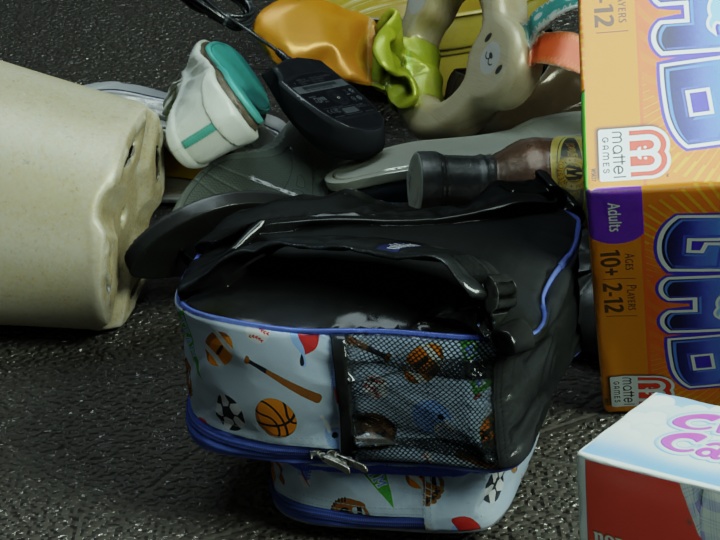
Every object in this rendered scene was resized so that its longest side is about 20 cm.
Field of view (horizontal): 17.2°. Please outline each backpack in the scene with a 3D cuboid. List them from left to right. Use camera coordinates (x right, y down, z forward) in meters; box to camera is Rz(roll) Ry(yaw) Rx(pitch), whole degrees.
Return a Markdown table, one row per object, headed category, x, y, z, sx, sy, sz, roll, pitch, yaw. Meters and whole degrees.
| category | x | y | z | sx | sy | sz | roll | pitch | yaw |
| --- | --- | --- | --- | --- | --- | --- | --- | --- | --- |
| backpack | 0.007 | 0.036 | 1.166 | 0.189 | 0.155 | 0.200 | 9 | 19 | 12 |

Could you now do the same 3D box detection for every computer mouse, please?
| category | x | y | z | sx | sy | sz | roll | pitch | yaw |
| --- | --- | --- | --- | --- | --- | --- | --- | --- | --- |
| computer mouse | -0.060 | -0.129 | 1.496 | 0.200 | 0.034 | 0.058 | 43 | 34 | 26 |

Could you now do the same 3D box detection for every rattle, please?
| category | x | y | z | sx | sy | sz | roll | pitch | yaw |
| --- | --- | --- | --- | --- | --- | --- | --- | --- | --- |
| rattle | 0.050 | -0.154 | 1.495 | 0.142 | 0.131 | 0.200 | 34 | -8 | -28 |

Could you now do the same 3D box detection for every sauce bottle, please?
| category | x | y | z | sx | sy | sz | roll | pitch | yaw |
| --- | --- | --- | --- | --- | --- | --- | --- | --- | --- |
| sauce bottle | 0.128 | -0.047 | 1.413 | 0.198 | 0.065 | 0.065 | -1 | 21 | -12 |

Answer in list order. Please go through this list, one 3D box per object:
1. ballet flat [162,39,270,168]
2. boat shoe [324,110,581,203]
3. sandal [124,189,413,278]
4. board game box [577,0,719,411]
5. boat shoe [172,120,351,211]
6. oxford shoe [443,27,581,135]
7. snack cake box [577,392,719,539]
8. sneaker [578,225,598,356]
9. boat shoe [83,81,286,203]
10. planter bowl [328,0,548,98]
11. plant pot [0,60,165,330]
| category | x | y | z | sx | sy | sz | roll | pitch | yaw |
| --- | --- | --- | --- | --- | --- | --- | --- | --- | --- |
| ballet flat | -0.097 | -0.102 | 1.498 | 0.069 | 0.070 | 0.200 | -6 | 11 | -1 |
| boat shoe | 0.076 | -0.053 | 1.481 | 0.198 | 0.062 | 0.075 | -12 | 21 | -18 |
| sandal | -0.039 | -0.010 | 1.387 | 0.199 | 0.075 | 0.045 | -1 | 60 | -28 |
| board game box | 0.213 | -0.068 | 1.201 | 0.198 | 0.200 | 0.201 | -3 | 56 | 7 |
| boat shoe | -0.054 | -0.041 | 1.498 | 0.074 | 0.065 | 0.202 | 27 | 38 | 15 |
| oxford shoe | 0.153 | -0.121 | 1.600 | 0.198 | 0.085 | 0.073 | -8 | 21 | -11 |
| snack cake box | 0.185 | 0.131 | 0.937 | 0.199 | 0.116 | 0.067 | 12 | 27 | 36 |
| sneaker | 0.129 | -0.004 | 1.348 | 0.104 | 0.060 | 0.199 | 16 | 36 | 35 |
| boat shoe | -0.142 | -0.078 | 1.593 | 0.198 | 0.071 | 0.070 | 11 | 24 | 20 |
| planter bowl | 0.055 | -0.176 | 1.757 | 0.199 | 0.084 | 0.201 | -4 | 22 | 2 |
| plant pot | -0.217 | -0.046 | 1.399 | 0.182 | 0.202 | 0.201 | 9 | 24 | 8 |
